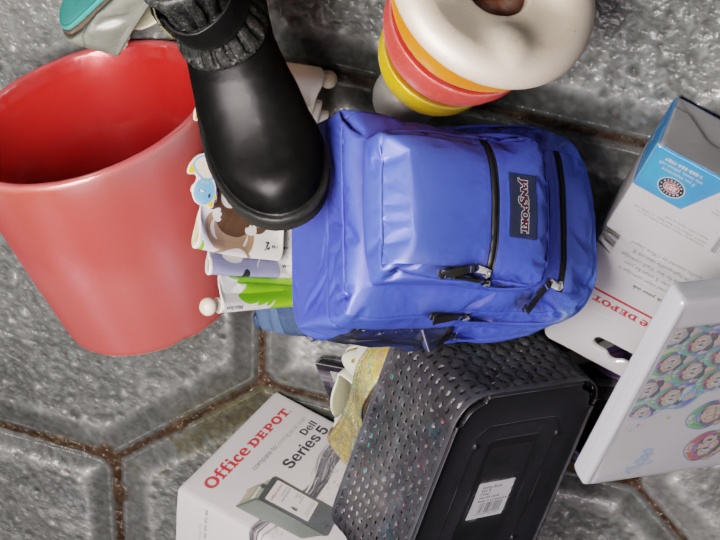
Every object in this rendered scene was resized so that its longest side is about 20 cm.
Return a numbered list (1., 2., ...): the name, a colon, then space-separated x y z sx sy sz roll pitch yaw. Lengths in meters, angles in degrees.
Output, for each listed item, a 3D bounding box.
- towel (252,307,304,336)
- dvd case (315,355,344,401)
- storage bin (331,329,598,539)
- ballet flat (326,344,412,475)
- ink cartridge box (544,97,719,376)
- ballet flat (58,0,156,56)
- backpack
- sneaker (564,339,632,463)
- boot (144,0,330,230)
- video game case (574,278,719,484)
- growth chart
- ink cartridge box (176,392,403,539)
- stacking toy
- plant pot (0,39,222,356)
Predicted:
1. towel: 0.000 0.000 1.531 0.199 0.049 0.112 1 127 24
2. dvd case: 0.052 0.162 1.634 0.148 0.016 0.201 8 130 39
3. storage bin: 0.076 0.140 1.473 0.094 0.135 0.201 47 130 40
4. ballet flat: 0.010 0.090 1.539 0.070 0.071 0.200 23 142 5
5. ink cartridge box: 0.225 -0.012 1.409 0.115 0.067 0.200 28 132 0
6. ballet flat: -0.146 -0.224 1.418 0.063 0.068 0.200 21 140 -31
7. backpack: 0.069 -0.023 1.357 0.199 0.164 0.168 4 174 -25
8. sneaker: 0.155 0.112 1.525 0.200 0.088 0.076 -28 112 38
9. boot: -0.087 -0.141 1.272 0.079 0.212 0.158 -22 160 -2
10. video game case: 0.267 0.077 1.418 0.181 0.024 0.201 -5 139 -26
11. growth chart: -0.072 -0.060 1.431 0.018 0.144 0.201 19 111 39
12. ink cartridge box: -0.033 0.209 1.617 0.199 0.145 0.084 26 135 21
13. stacking toy: 0.061 -0.156 1.354 0.146 0.146 0.200 34 151 -5
14. plant pot: -0.180 -0.047 1.469 0.199 0.201 0.178 1 127 23
